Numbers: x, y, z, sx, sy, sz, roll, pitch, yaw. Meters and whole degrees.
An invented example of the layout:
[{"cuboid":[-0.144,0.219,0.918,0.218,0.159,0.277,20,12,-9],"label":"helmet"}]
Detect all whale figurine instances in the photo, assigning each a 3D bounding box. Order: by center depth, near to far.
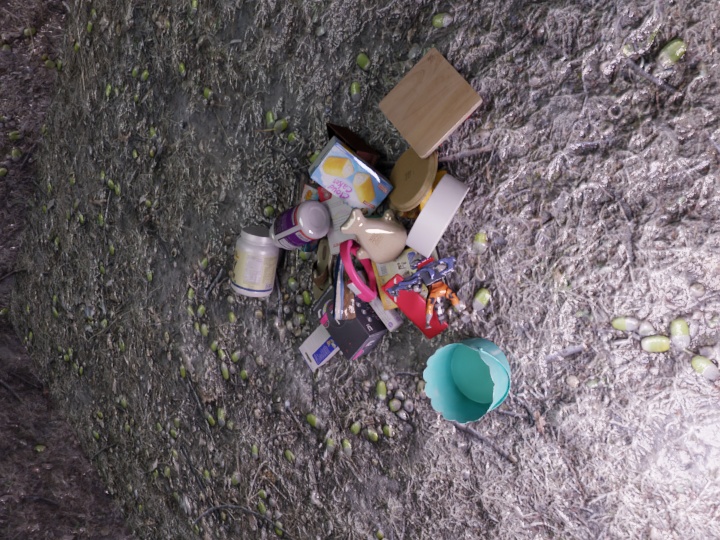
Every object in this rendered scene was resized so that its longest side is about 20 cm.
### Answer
[{"cuboid":[0.031,-0.105,1.508,0.160,0.198,0.104,-54,35,17],"label":"whale figurine"}]

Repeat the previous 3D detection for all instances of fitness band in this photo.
[{"cuboid":[0.000,0.000,1.557,0.037,0.200,0.146,-17,55,21],"label":"fitness band"}]

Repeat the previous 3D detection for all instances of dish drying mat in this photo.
[{"cuboid":[0.145,0.099,1.540,0.200,0.018,0.077,46,122,-6],"label":"dish drying mat"}]

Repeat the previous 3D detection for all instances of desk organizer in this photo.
[{"cuboid":[-0.036,-0.341,1.598,0.200,0.076,0.073,50,124,42],"label":"desk organizer"}]

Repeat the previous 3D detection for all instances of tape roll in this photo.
[{"cuboid":[0.189,-0.135,1.405,0.070,0.203,0.205,30,116,6],"label":"tape roll"}]

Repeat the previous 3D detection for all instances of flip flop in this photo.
[{"cuboid":[-0.122,0.001,1.761,0.080,0.057,0.205,17,107,35],"label":"flip flop"}]

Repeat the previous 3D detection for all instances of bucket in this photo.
[{"cuboid":[0.276,0.271,1.441,0.204,0.134,0.212,7,101,38],"label":"bucket"}]

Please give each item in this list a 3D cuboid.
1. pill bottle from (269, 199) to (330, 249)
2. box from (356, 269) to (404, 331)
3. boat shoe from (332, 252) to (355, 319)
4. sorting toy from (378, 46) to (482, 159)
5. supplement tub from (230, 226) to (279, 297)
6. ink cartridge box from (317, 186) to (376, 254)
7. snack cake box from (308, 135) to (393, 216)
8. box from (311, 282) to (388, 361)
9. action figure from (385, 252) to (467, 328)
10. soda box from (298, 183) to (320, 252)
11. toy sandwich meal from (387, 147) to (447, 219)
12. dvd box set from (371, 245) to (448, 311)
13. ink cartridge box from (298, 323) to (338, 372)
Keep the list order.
[{"cuboid":[-0.184,-0.128,1.668,0.198,0.111,0.115,-17,86,48],"label":"pill bottle"},{"cuboid":[0.049,0.085,1.652,0.039,0.041,0.201,-49,66,31],"label":"box"},{"cuboid":[-0.037,0.038,1.603,0.072,0.071,0.205,160,115,-77],"label":"boat shoe"},{"cuboid":[0.180,-0.413,1.438,0.200,0.069,0.200,-42,68,16],"label":"sorting toy"},{"cuboid":[-0.345,-0.031,1.876,0.143,0.144,0.204,23,110,33],"label":"supplement tub"},{"cuboid":[-0.032,-0.162,1.651,0.146,0.085,0.205,-12,91,38],"label":"ink cartridge box"},{"cuboid":[-0.026,-0.242,1.495,0.115,0.198,0.068,-49,26,15],"label":"snack cake box"},{"cuboid":[-0.031,0.143,1.681,0.201,0.105,0.123,51,123,20],"label":"box"},{"cuboid":[0.166,0.050,1.475,0.196,0.105,0.197,-18,80,2],"label":"action figure"},{"cuboid":[-0.152,-0.162,1.758,0.068,0.063,0.204,29,114,31],"label":"soda box"},{"cuboid":[0.147,-0.231,1.498,0.204,0.069,0.209,-30,51,45],"label":"toy sandwich meal"},{"cuboid":[0.135,0.016,1.560,0.197,0.029,0.149,-18,85,28],"label":"dvd box set"},{"cuboid":[-0.114,0.228,1.802,0.200,0.037,0.095,-46,70,30],"label":"ink cartridge box"}]
